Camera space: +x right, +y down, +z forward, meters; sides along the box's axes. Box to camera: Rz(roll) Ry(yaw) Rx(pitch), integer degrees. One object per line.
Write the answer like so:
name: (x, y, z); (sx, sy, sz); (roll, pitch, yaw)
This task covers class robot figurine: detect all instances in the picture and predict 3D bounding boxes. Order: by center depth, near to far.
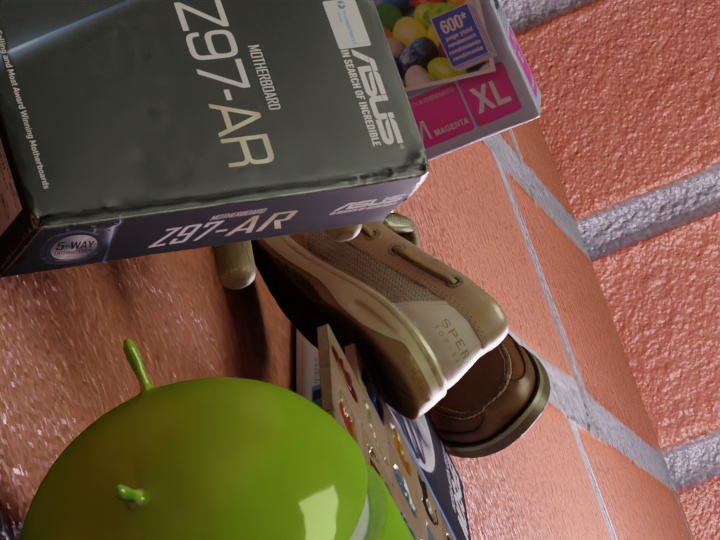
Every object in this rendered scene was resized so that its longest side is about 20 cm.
robot figurine: (-0.030, 0.118, 0.880); (0.176, 0.115, 0.200); (-98, 164, -60)

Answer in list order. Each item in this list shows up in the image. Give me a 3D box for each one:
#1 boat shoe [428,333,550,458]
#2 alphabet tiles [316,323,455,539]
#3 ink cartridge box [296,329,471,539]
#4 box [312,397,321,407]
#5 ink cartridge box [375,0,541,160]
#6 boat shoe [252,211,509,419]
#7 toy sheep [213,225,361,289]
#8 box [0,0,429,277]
boat shoe: (0.037, 0.042, 1.556); (0.068, 0.072, 0.200); (46, -4, -24)
alphabet tiles: (0.025, 0.126, 1.215); (0.167, 0.008, 0.200); (-95, 161, -59)
ink cartridge box: (0.024, 0.124, 1.422); (0.198, 0.043, 0.200); (-94, 161, -65)
box: (0.013, 0.157, 1.254); (0.082, 0.049, 0.200); (-71, 139, -77)
ink cartridge box: (-0.002, -0.146, 1.420); (0.042, 0.119, 0.200); (-82, 149, -69)
boat shoe: (0.000, 0.000, 1.323); (0.200, 0.065, 0.072); (39, -20, 55)
toy sheep: (-0.064, -0.078, 1.116); (0.200, 0.138, 0.138); (46, 23, -51)
box: (-0.079, -0.105, 1.017); (0.044, 0.160, 0.200); (-42, -118, 54)
